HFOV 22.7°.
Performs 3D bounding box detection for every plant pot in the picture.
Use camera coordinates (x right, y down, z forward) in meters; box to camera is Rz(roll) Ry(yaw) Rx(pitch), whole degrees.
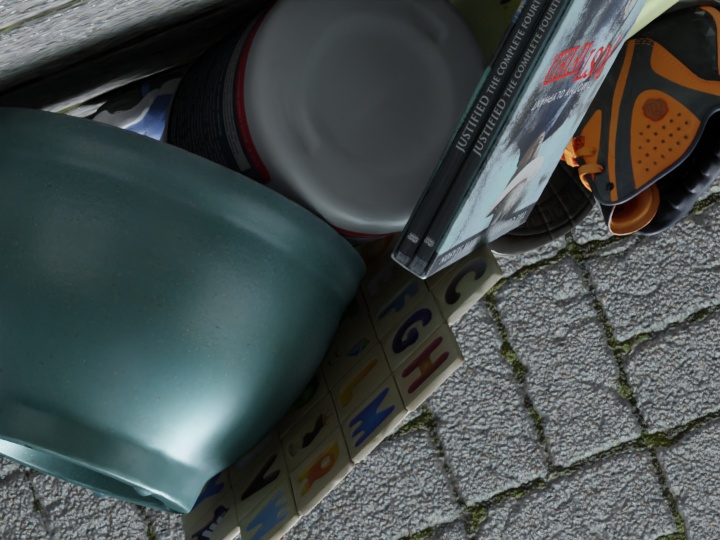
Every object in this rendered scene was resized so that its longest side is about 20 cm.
[{"bbox_3d":[-0.112,0.030,0.821,0.198,0.135,0.200,18,165,5],"label":"plant pot"}]

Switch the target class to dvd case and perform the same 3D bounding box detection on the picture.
[{"bbox_3d":[0.088,-0.097,0.762,0.201,0.022,0.146,-61,166,20],"label":"dvd case"}]

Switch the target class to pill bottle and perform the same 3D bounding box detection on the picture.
[{"bbox_3d":[-0.030,-0.066,0.873,0.119,0.121,0.200,-22,-177,-24],"label":"pill bottle"}]

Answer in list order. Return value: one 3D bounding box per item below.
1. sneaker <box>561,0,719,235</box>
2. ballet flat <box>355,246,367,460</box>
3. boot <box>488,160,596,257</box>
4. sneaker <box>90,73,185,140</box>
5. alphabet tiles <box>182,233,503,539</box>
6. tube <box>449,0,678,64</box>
[{"bbox_3d":[0.096,-0.067,0.898,0.198,0.113,0.077,-18,158,25],"label":"sneaker"},{"bbox_3d":[0.000,0.000,0.952,0.071,0.202,0.072,5,149,3],"label":"ballet flat"},{"bbox_3d":[0.082,-0.065,1.111,0.150,0.073,0.200,-15,-153,48],"label":"boot"},{"bbox_3d":[-0.061,-0.054,1.009,0.199,0.078,0.076,13,151,-36],"label":"sneaker"},{"bbox_3d":[-0.015,0.050,0.847,0.200,0.006,0.167,-45,-158,11],"label":"alphabet tiles"},{"bbox_3d":[0.117,-0.137,0.845,0.199,0.052,0.058,-33,-144,14],"label":"tube"}]
